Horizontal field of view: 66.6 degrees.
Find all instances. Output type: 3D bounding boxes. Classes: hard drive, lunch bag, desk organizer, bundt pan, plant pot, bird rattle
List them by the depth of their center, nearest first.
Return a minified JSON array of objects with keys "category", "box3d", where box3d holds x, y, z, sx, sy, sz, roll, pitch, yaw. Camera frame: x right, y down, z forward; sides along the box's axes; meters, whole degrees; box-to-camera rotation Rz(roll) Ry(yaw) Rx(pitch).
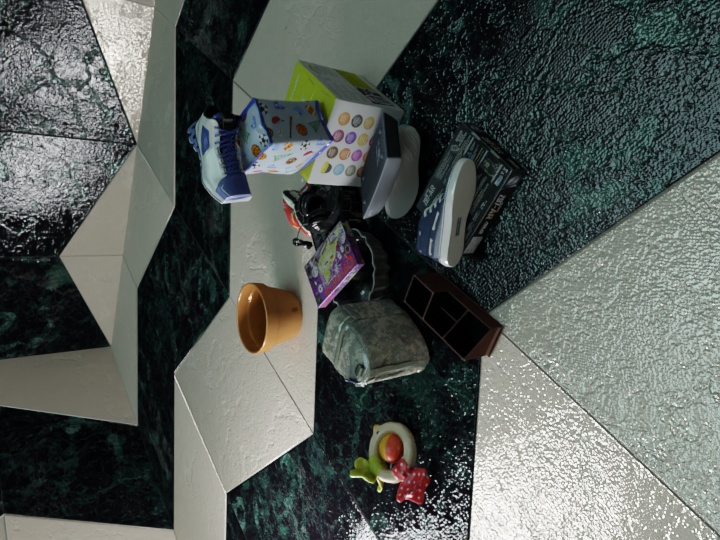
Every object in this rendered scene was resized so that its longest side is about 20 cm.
[{"category":"desk organizer","box3d":[0.178,0.086,1.085,0.200,0.076,0.073,45,125,41]},{"category":"lunch bag","box3d":[-0.185,-0.265,1.145,0.199,0.167,0.126,-33,74,49]},{"category":"hard drive","box3d":[0.041,-0.217,1.167,0.201,0.041,0.138,114,157,-57]},{"category":"lunch bag","box3d":[0.034,0.164,1.181,0.167,0.196,0.142,38,122,45]},{"category":"bird rattle","box3d":[0.071,0.428,1.236,0.198,0.111,0.167,-13,66,49]},{"category":"bundt pan","box3d":[0.000,0.000,1.314,0.200,0.074,0.208,3,94,52]},{"category":"plant pot","box3d":[-0.263,0.134,1.615,0.198,0.138,0.206,6,98,52]}]

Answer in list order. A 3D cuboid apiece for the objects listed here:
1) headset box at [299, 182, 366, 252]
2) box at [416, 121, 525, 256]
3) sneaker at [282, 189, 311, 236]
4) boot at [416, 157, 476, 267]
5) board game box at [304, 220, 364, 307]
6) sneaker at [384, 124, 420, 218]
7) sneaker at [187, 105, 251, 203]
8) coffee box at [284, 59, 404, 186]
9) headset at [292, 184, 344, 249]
[{"category":"headset box","box3d":[-0.077,-0.169,1.405,0.148,0.076,0.204,-38,62,46]},{"category":"box","box3d":[0.206,-0.155,1.063,0.161,0.043,0.202,54,132,36]},{"category":"sneaker","box3d":[-0.164,-0.149,1.538,0.201,0.075,0.086,55,143,44]},{"category":"boot","box3d":[0.155,-0.115,1.035,0.089,0.072,0.205,24,112,42]},{"category":"board game box","box3d":[-0.067,-0.012,1.321,0.200,0.032,0.122,-47,60,43]},{"category":"sneaker","box3d":[0.091,-0.220,1.205,0.082,0.072,0.204,-102,21,-64]},{"category":"sneaker","box3d":[-0.270,-0.238,1.062,0.115,0.079,0.203,-43,70,48]},{"category":"coffee box","box3d":[-0.058,-0.335,1.273,0.201,0.194,0.202,51,129,37]},{"category":"headset","box3d":[-0.101,-0.135,1.341,0.201,0.093,0.125,-50,50,22]}]
